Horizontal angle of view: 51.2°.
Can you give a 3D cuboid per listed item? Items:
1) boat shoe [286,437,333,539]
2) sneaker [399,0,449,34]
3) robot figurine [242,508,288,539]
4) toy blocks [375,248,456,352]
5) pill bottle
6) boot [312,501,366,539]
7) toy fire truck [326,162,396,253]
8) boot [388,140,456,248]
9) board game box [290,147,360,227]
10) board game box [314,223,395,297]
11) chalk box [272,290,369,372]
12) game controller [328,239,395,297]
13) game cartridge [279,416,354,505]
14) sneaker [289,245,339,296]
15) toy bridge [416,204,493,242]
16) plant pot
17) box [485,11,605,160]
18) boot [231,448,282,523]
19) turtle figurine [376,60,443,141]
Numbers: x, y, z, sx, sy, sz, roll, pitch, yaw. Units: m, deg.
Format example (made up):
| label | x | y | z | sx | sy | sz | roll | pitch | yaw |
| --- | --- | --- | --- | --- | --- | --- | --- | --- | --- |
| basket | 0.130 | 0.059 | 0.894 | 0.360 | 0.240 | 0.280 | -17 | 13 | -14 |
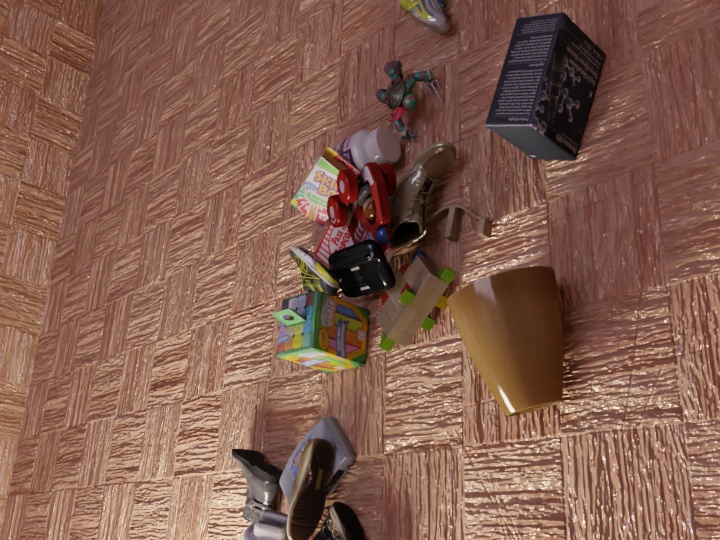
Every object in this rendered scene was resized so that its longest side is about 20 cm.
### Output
| label | x | y | z | sx | sy | sz | roll | pitch | yaw |
| --- | --- | --- | --- | --- | --- | --- | --- | --- | --- |
| boat shoe | -0.108 | 0.439 | 1.503 | 0.076 | 0.071 | 0.205 | -10 | 57 | 58 |
| sneaker | 0.158 | -0.607 | 1.680 | 0.106 | 0.075 | 0.201 | -54 | 41 | 16 |
| robot figurine | -0.188 | 0.589 | 1.517 | 0.110 | 0.170 | 0.206 | 12 | 107 | 10 |
| toy blocks | 0.091 | 0.045 | 1.481 | 0.202 | 0.098 | 0.137 | -56 | 30 | 14 |
| pill bottle | -0.007 | -0.245 | 1.686 | 0.197 | 0.111 | 0.115 | -23 | 58 | 41 |
| boot | -0.047 | 0.563 | 1.419 | 0.152 | 0.072 | 0.201 | -52 | 39 | 18 |
| toy fire truck | 0.019 | -0.108 | 1.503 | 0.171 | 0.109 | 0.201 | 68 | 154 | 24 |
| boot | 0.122 | -0.148 | 1.498 | 0.200 | 0.071 | 0.157 | -44 | 27 | 36 |
| board game box | -0.080 | -0.184 | 1.684 | 0.200 | 0.095 | 0.030 | -48 | 8 | 46 |
| board game box | -0.008 | -0.055 | 1.656 | 0.199 | 0.046 | 0.154 | 37 | 102 | 49 |
| chalk box | -0.093 | 0.124 | 1.558 | 0.123 | 0.197 | 0.128 | -15 | 62 | 43 |
| game controller | 0.000 | 0.000 | 1.509 | 0.042 | 0.105 | 0.199 | -41 | 12 | -27 |
| game cartridge | -0.096 | 0.413 | 1.568 | 0.202 | 0.041 | 0.134 | -56 | 46 | 16 |
| sneaker | -0.117 | 0.009 | 1.731 | 0.199 | 0.073 | 0.086 | 38 | 103 | 49 |
| toy bridge | 0.183 | -0.093 | 1.471 | 0.197 | 0.027 | 0.069 | -2 | 71 | 49 |
| plant pot | 0.250 | 0.122 | 1.206 | 0.184 | 0.184 | 0.205 | -27 | 67 | 38 |
| box | 0.324 | -0.317 | 1.311 | 0.106 | 0.146 | 0.205 | 13 | 84 | 50 |
| boot | -0.248 | 0.488 | 1.689 | 0.199 | 0.068 | 0.136 | 16 | 96 | 59 |
| turtle figurine | 0.098 | -0.381 | 1.642 | 0.151 | 0.099 | 0.201 | -55 | 36 | 16 |
